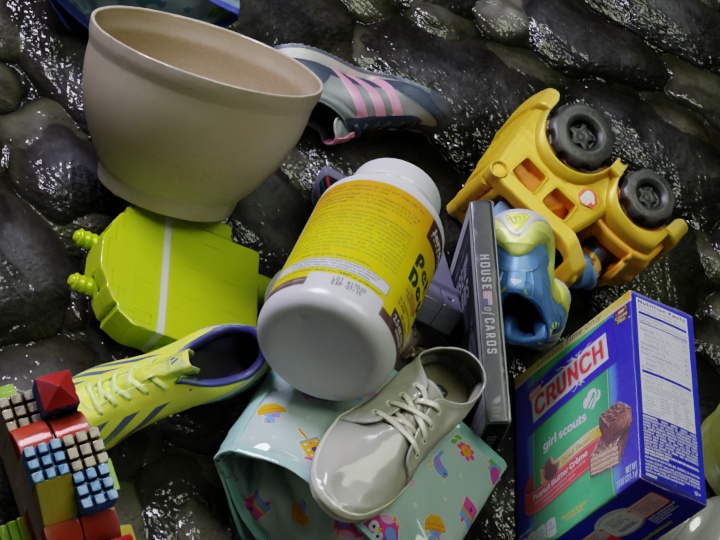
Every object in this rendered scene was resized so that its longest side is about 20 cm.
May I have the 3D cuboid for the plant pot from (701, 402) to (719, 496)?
[{"bbox_3d":[0.422,0.145,1.672,0.200,0.193,0.200,20,47,-22],"label":"plant pot"}]

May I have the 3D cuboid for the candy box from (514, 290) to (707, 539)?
[{"bbox_3d":[0.211,0.144,1.541,0.077,0.169,0.200,25,45,-22],"label":"candy box"}]

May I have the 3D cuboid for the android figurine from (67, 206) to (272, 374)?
[{"bbox_3d":[-0.147,0.020,1.476,0.200,0.041,0.182,19,48,-27],"label":"android figurine"}]

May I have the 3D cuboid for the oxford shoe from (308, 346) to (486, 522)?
[{"bbox_3d":[0.030,0.116,1.346,0.075,0.058,0.200,45,46,6],"label":"oxford shoe"}]

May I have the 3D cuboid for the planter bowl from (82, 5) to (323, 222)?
[{"bbox_3d":[-0.145,-0.123,1.497,0.200,0.135,0.200,17,18,-6],"label":"planter bowl"}]

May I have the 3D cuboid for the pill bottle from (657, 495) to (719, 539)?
[{"bbox_3d":[0.326,0.270,1.564,0.200,0.112,0.112,40,43,-1],"label":"pill bottle"}]

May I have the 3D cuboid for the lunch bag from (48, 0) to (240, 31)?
[{"bbox_3d":[-0.216,-0.298,1.620,0.200,0.127,0.170,23,46,-32],"label":"lunch bag"}]

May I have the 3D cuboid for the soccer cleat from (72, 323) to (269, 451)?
[{"bbox_3d":[-0.160,0.086,1.361,0.200,0.084,0.065,-20,77,-22],"label":"soccer cleat"}]

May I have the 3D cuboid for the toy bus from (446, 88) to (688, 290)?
[{"bbox_3d":[0.183,-0.041,1.708,0.200,0.136,0.192,43,56,-2],"label":"toy bus"}]

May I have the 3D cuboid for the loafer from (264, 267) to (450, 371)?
[{"bbox_3d":[0.008,0.056,1.510,0.200,0.072,0.063,25,3,-37],"label":"loafer"}]

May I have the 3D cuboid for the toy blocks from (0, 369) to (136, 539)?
[{"bbox_3d":[-0.205,0.153,1.239,0.100,0.137,0.200,-16,75,-20],"label":"toy blocks"}]

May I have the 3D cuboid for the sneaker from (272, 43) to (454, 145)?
[{"bbox_3d":[-0.004,-0.148,1.707,0.200,0.070,0.082,14,66,-23],"label":"sneaker"}]

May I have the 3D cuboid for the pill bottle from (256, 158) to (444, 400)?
[{"bbox_3d":[0.000,0.000,1.395,0.109,0.109,0.200,34,43,-8],"label":"pill bottle"}]

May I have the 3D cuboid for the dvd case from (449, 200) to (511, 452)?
[{"bbox_3d":[0.099,0.062,1.521,0.025,0.150,0.200,0,64,-6],"label":"dvd case"}]

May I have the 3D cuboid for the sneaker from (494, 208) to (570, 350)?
[{"bbox_3d":[0.141,0.038,1.588,0.076,0.200,0.105,-1,55,15],"label":"sneaker"}]

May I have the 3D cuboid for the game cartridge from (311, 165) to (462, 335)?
[{"bbox_3d":[0.020,-0.023,1.579,0.130,0.038,0.200,31,18,-17],"label":"game cartridge"}]

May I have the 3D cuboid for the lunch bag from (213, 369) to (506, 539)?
[{"bbox_3d":[-0.011,0.158,1.409,0.200,0.122,0.170,43,44,-7],"label":"lunch bag"}]
